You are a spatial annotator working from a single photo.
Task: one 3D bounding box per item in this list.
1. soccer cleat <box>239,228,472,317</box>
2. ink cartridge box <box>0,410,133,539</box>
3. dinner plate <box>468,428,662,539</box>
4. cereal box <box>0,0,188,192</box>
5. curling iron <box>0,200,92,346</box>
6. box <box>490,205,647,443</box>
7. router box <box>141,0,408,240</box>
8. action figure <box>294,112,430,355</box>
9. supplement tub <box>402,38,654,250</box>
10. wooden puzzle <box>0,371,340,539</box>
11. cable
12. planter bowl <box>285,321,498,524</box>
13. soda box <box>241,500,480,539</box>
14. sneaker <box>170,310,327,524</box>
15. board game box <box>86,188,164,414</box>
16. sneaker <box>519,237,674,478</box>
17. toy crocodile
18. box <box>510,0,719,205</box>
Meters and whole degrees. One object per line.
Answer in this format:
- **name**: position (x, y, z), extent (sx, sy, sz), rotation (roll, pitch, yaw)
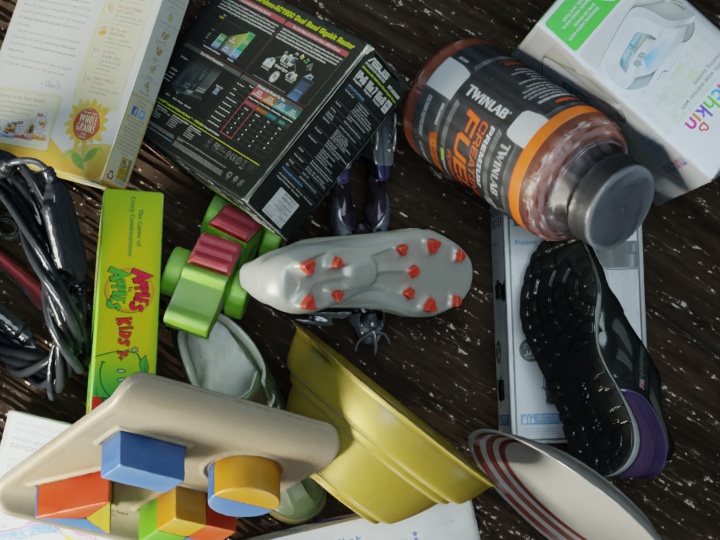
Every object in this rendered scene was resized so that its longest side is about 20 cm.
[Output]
- **soccer cleat**: position (0.000, 0.000, 1.566), extent (0.199, 0.077, 0.070), rotation (-2, 99, -40)
- **ink cartridge box**: position (-0.239, 0.218, 1.592), extent (0.116, 0.067, 0.201), rotation (13, 85, -4)
- **dinner plate**: position (0.167, 0.180, 1.561), extent (0.200, 0.200, 0.024), rotation (39, 72, 0)
- **cereal box**: position (-0.214, -0.172, 1.604), extent (0.143, 0.039, 0.201), rotation (16, 84, 32)
- **curling iron**: position (-0.242, 0.015, 1.626), extent (0.050, 0.026, 0.200), rotation (-42, 89, 5)
- **box**: position (0.166, 0.037, 1.639), extent (0.116, 0.060, 0.201), rotation (0, 86, -4)
- **router box**: position (-0.078, -0.128, 1.573), extent (0.150, 0.200, 0.062), rotation (-51, 133, -5)
- **action figure**: position (0.000, -0.032, 1.627), extent (0.129, 0.069, 0.201), rotation (-5, 91, -22)
- **supplement tub**: position (0.130, -0.093, 1.566), extent (0.107, 0.107, 0.200), rotation (-48, 51, -6)
- **wooden puzzle**: position (-0.140, 0.154, 1.482), extent (0.185, 0.200, 0.046), rotation (18, 50, -32)
- **cable**: position (-0.270, 0.006, 1.568), extent (0.051, 0.163, 0.201), rotation (-27, 109, -46)
- **planter bowl**: position (0.003, 0.133, 1.553), extent (0.200, 0.200, 0.084), rotation (38, 89, -1)
- **soda box**: position (-0.005, 0.226, 1.610), extent (0.199, 0.063, 0.069), rotation (-13, 88, -5)
- **sneaker**: position (-0.090, 0.110, 1.599), extent (0.067, 0.090, 0.201), rotation (-30, 88, -6)
- **board game box**: position (-0.179, 0.051, 1.555), extent (0.047, 0.102, 0.201), rotation (4, 62, -8)
- **sneaker**: position (0.185, 0.067, 1.582), extent (0.076, 0.087, 0.201), rotation (-27, 65, 35)
- **toy crocodile**: position (-0.102, -0.020, 1.584), extent (0.067, 0.062, 0.200), rotation (21, 41, 7)
- **box**: position (0.215, -0.149, 1.587), extent (0.176, 0.200, 0.097), rotation (42, 85, -1)
